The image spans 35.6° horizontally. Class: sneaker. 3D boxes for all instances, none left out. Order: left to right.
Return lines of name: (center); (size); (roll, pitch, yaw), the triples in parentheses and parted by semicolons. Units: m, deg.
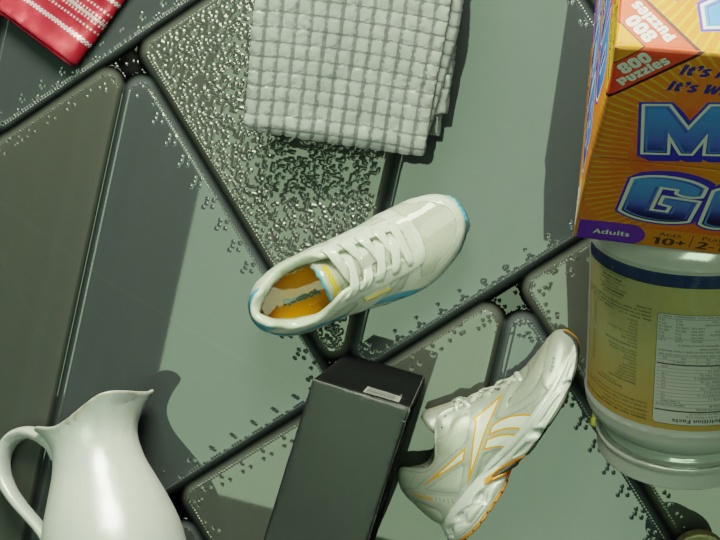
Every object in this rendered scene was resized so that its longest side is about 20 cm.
sneaker: (0.000, 0.000, 0.932); (0.199, 0.081, 0.077); (-29, 86, 5)
sneaker: (0.103, 0.123, 0.929); (0.092, 0.076, 0.200); (35, 94, 9)

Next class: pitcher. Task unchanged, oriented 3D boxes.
pitcher: (-0.234, 0.217, 0.957); (0.171, 0.121, 0.201); (-19, 78, 26)

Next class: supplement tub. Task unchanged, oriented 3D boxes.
supplement tub: (0.240, 0.046, 0.835); (0.144, 0.145, 0.201); (0, 115, 7)

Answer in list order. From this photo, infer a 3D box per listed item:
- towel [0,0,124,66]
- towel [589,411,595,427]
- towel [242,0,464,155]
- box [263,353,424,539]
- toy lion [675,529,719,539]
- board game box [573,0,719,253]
towel: (-0.251, -0.298, 0.985); (0.144, 0.022, 0.200); (37, 95, 4)
towel: (0.257, 0.045, 0.936); (0.086, 0.018, 0.201); (15, 92, 2)
towel: (-0.003, -0.202, 0.905); (0.165, 0.086, 0.201); (7, 116, -1)
box: (-0.009, 0.149, 0.875); (0.079, 0.200, 0.142); (15, 92, 6)
toy lion: (0.297, 0.320, 0.893); (0.199, 0.069, 0.193); (17, 100, 7)
board game box: (0.248, -0.142, 0.688); (0.199, 0.200, 0.201); (7, 63, 7)
